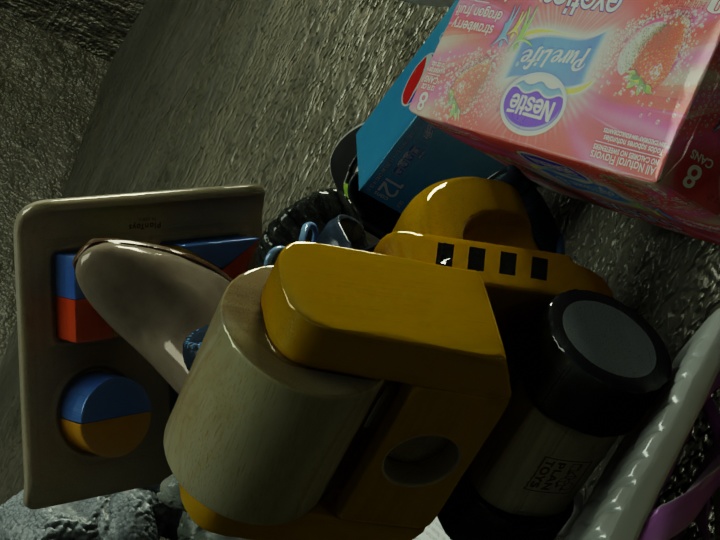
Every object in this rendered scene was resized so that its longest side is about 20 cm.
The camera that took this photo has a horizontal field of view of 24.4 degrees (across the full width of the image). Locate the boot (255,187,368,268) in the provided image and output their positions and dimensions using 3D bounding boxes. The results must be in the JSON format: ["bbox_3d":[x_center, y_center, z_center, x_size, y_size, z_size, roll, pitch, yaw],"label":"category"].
[{"bbox_3d":[0.016,0.014,0.941,0.211,0.079,0.158,-46,59,49],"label":"boot"}]

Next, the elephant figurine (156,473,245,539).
[{"bbox_3d":[-0.100,0.210,1.067,0.200,0.141,0.155,-52,5,20],"label":"elephant figurine"}]

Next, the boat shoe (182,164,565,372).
[{"bbox_3d":[0.000,0.000,0.833,0.200,0.069,0.084,-22,17,6],"label":"boat shoe"}]

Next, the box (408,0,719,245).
[{"bbox_3d":[0.124,-0.079,0.753,0.200,0.102,0.095,26,90,58],"label":"box"}]

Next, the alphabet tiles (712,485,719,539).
[{"bbox_3d":[0.172,0.104,0.586,0.200,0.006,0.167,-52,20,38],"label":"alphabet tiles"}]

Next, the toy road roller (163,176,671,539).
[{"bbox_3d":[0.018,0.031,0.704,0.146,0.199,0.123,-106,34,-44],"label":"toy road roller"}]

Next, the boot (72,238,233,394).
[{"bbox_3d":[-0.081,0.072,0.992,0.070,0.200,0.146,-47,33,19],"label":"boot"}]

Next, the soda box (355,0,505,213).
[{"bbox_3d":[0.078,-0.117,0.913,0.200,0.064,0.068,-51,21,26],"label":"soda box"}]

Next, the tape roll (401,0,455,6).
[{"bbox_3d":[0.060,-0.310,1.193,0.203,0.202,0.139,-48,23,45],"label":"tape roll"}]

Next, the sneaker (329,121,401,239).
[{"bbox_3d":[0.024,-0.056,1.051,0.200,0.083,0.072,37,103,53],"label":"sneaker"}]

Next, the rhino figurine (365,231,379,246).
[{"bbox_3d":[0.016,-0.034,1.164,0.200,0.060,0.088,-54,48,32],"label":"rhino figurine"}]

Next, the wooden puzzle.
[{"bbox_3d":[-0.131,0.049,1.076,0.046,0.185,0.201,15,107,49],"label":"wooden puzzle"}]

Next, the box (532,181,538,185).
[{"bbox_3d":[0.140,-0.130,0.955,0.160,0.049,0.200,-68,17,-4],"label":"box"}]

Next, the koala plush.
[{"bbox_3d":[-0.153,0.171,1.246,0.200,0.184,0.177,-54,16,-4],"label":"koala plush"}]

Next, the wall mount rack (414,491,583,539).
[{"bbox_3d":[0.014,0.146,0.813,0.200,0.074,0.174,37,100,36],"label":"wall mount rack"}]

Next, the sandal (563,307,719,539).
[{"bbox_3d":[0.115,0.107,0.669,0.203,0.050,0.082,-58,-3,-20],"label":"sandal"}]
